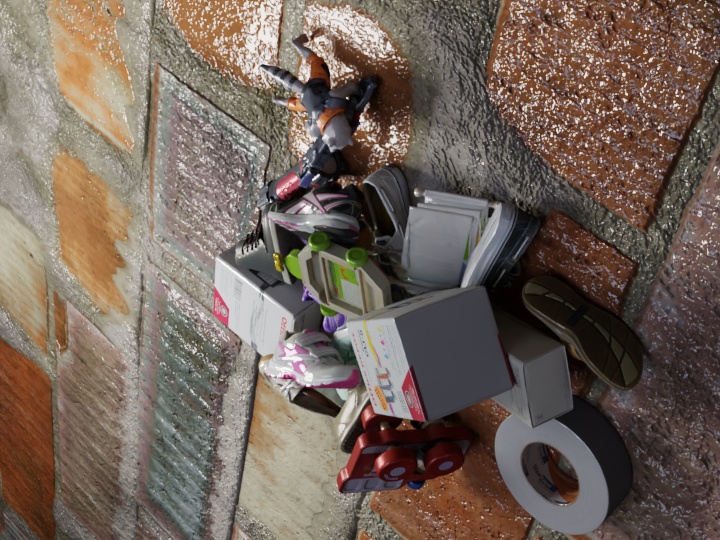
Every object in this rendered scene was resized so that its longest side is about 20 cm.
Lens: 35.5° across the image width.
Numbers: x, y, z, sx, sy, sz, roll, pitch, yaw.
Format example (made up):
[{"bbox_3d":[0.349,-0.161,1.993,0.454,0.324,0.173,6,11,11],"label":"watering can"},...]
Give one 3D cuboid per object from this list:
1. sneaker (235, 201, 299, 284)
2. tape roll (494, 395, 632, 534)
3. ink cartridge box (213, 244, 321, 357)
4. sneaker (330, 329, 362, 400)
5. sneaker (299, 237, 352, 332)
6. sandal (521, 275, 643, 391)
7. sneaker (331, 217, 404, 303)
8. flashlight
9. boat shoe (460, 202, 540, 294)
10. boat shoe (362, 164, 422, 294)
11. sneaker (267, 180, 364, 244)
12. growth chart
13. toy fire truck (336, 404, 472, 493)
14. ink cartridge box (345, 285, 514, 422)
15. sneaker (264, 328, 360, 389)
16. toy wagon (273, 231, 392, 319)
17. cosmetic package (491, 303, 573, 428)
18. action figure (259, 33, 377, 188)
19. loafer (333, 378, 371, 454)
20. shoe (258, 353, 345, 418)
[{"bbox_3d":[-0.164,-0.048,1.863,0.105,0.075,0.201,12,148,13],"label":"sneaker"},{"bbox_3d":[0.293,0.280,1.636,0.199,0.066,0.202,28,133,34],"label":"tape roll"},{"bbox_3d":[-0.165,0.064,1.990,0.199,0.083,0.146,36,137,26],"label":"ink cartridge box"},{"bbox_3d":[0.000,0.150,1.869,0.119,0.073,0.201,60,152,10],"label":"sneaker"},{"bbox_3d":[-0.067,0.006,1.803,0.202,0.083,0.081,67,-169,25],"label":"sneaker"},{"bbox_3d":[0.296,0.086,1.506,0.200,0.080,0.054,41,154,24],"label":"sandal"},{"bbox_3d":[0.000,0.000,1.770,0.202,0.075,0.088,64,172,5],"label":"sneaker"},{"bbox_3d":[-0.101,-0.138,1.805,0.199,0.067,0.069,-31,85,51],"label":"flashlight"},{"bbox_3d":[0.190,-0.005,1.560,0.070,0.073,0.201,19,137,-4],"label":"boat shoe"},{"bbox_3d":[0.044,-0.049,1.685,0.074,0.086,0.204,6,117,46],"label":"boat shoe"},{"bbox_3d":[-0.058,-0.093,1.707,0.199,0.087,0.080,9,163,47],"label":"sneaker"},{"bbox_3d":[0.123,-0.035,1.617,0.143,0.018,0.201,16,131,2],"label":"growth chart"},{"bbox_3d":[0.071,0.297,1.802,0.169,0.198,0.113,113,148,-45],"label":"toy fire truck"},{"bbox_3d":[0.091,0.114,1.555,0.200,0.143,0.147,-12,96,71],"label":"ink cartridge box"},{"bbox_3d":[-0.077,0.142,1.828,0.198,0.081,0.089,8,89,42],"label":"sneaker"},{"bbox_3d":[-0.042,0.009,1.686,0.198,0.040,0.156,24,143,27],"label":"toy wagon"},{"bbox_3d":[0.208,0.127,1.577,0.200,0.072,0.105,33,139,58],"label":"cosmetic package"},{"bbox_3d":[-0.076,-0.228,1.658,0.194,0.104,0.201,48,115,40],"label":"action figure"},{"bbox_3d":[0.016,0.200,1.823,0.067,0.201,0.076,39,-176,43],"label":"loafer"},{"bbox_3d":[-0.087,0.205,1.941,0.198,0.054,0.070,28,125,-14],"label":"shoe"}]
